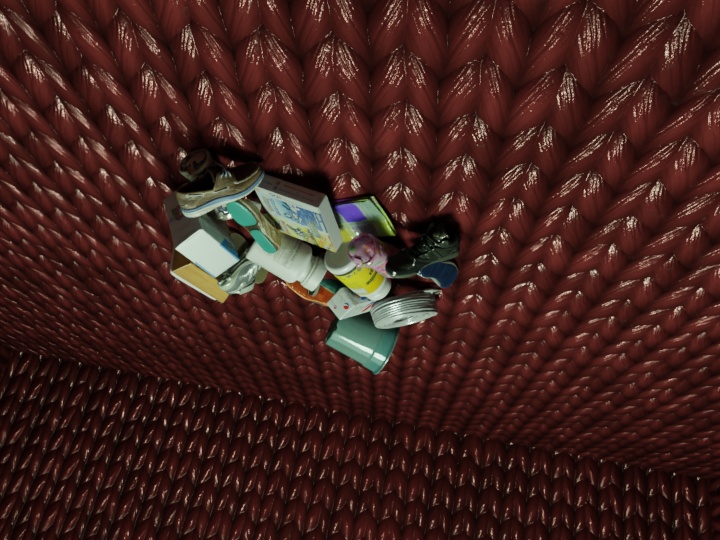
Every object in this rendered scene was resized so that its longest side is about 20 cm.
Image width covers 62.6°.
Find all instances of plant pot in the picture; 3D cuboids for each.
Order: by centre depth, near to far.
[{"bbox_3d":[0.000,0.211,1.943,0.196,0.200,0.200,25,152,-9],"label":"plant pot"}]

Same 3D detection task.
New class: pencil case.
[{"bbox_3d":[-0.345,-0.195,1.380,0.078,0.090,0.200,2,151,18],"label":"pencil case"},{"bbox_3d":[0.047,-0.033,1.478,0.087,0.088,0.200,-2,169,26],"label":"pencil case"}]

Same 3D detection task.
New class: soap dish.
[{"bbox_3d":[-0.449,-0.019,1.712,0.081,0.158,0.200,-23,140,24],"label":"soap dish"}]

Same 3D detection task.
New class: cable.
[{"bbox_3d":[0.130,0.120,1.758,0.200,0.069,0.200,-9,164,-14],"label":"cable"}]

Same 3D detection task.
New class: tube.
[{"bbox_3d":[-0.066,0.051,1.711,0.077,0.050,0.200,27,-176,21],"label":"tube"}]

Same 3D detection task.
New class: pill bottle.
[{"bbox_3d":[-0.190,-0.033,1.568,0.200,0.114,0.114,31,150,-11],"label":"pill bottle"},{"bbox_3d":[0.000,0.000,1.595,0.112,0.113,0.200,-6,149,32],"label":"pill bottle"}]

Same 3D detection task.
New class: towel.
[{"bbox_3d":[-0.025,-0.119,1.452,0.200,0.023,0.144,-6,140,32],"label":"towel"}]

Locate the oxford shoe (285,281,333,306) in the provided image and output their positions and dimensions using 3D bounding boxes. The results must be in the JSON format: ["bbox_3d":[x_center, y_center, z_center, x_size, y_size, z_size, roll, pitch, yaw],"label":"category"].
[{"bbox_3d":[-0.162,0.068,1.848,0.200,0.071,0.073,30,153,-33],"label":"oxford shoe"}]

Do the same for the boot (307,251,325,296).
[{"bbox_3d":[-0.179,-0.002,1.710,0.150,0.073,0.200,13,150,-5],"label":"boot"}]

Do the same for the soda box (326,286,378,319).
[{"bbox_3d":[-0.012,0.085,1.694,0.068,0.064,0.200,-45,164,21],"label":"soda box"}]

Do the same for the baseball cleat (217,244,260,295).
[{"bbox_3d":[-0.311,-0.008,1.679,0.200,0.070,0.106,-35,144,4],"label":"baseball cleat"}]

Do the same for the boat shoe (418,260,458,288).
[{"bbox_3d":[0.187,-0.011,1.547,0.072,0.072,0.200,32,-175,37],"label":"boat shoe"}]

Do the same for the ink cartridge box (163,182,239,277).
[{"bbox_3d":[-0.391,-0.101,1.454,0.085,0.200,0.145,-35,137,8],"label":"ink cartridge box"}]

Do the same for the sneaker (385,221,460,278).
[{"bbox_3d":[0.148,-0.055,1.405,0.199,0.076,0.114,-20,146,-10],"label":"sneaker"}]

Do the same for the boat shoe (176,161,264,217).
[{"bbox_3d":[-0.303,-0.189,1.284,0.072,0.200,0.072,44,160,36],"label":"boat shoe"}]

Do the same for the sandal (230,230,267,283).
[{"bbox_3d":[-0.343,-0.050,1.719,0.070,0.078,0.212,32,162,40],"label":"sandal"}]

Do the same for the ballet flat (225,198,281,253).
[{"bbox_3d":[-0.255,-0.124,1.434,0.070,0.065,0.200,-2,142,27],"label":"ballet flat"}]

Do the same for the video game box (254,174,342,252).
[{"bbox_3d":[-0.146,-0.136,1.413,0.182,0.047,0.200,23,158,22],"label":"video game box"}]
